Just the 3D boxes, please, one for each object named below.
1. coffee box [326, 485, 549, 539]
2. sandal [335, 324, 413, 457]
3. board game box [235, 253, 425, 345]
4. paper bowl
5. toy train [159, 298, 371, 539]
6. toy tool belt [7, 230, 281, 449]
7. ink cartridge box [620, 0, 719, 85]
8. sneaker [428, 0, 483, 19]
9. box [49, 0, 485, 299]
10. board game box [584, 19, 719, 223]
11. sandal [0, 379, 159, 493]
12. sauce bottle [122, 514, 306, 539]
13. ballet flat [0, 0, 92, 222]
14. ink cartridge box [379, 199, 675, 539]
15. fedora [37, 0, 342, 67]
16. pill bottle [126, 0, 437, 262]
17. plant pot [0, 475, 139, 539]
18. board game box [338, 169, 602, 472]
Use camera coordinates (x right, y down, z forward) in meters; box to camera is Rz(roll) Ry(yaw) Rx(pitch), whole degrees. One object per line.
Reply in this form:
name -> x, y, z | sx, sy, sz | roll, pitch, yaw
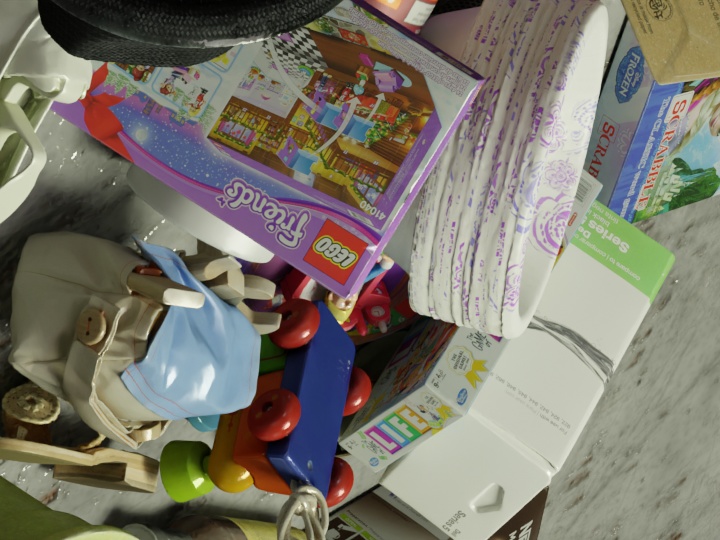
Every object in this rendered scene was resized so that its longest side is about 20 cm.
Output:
coffee box -> 0.036, 0.216, 2.113 | 0.199, 0.080, 0.114 | -29, 142, -35
sandal -> -0.006, 0.096, 1.945 | 0.200, 0.057, 0.080 | -24, 141, -48
board game box -> 0.000, 0.000, 1.799 | 0.157, 0.039, 0.200 | -22, 144, 2
paper bowl -> 0.069, -0.069, 1.674 | 0.201, 0.104, 0.202 | 15, 90, -78
toy train -> -0.071, 0.117, 1.741 | 0.085, 0.115, 0.201 | 53, 35, -39
toy tool belt -> -0.103, 0.039, 1.653 | 0.200, 0.122, 0.126 | 26, 63, -59
ink cartridge box -> 0.194, -0.239, 1.725 | 0.201, 0.075, 0.165 | 63, 37, -32
sneaker -> 0.067, -0.098, 1.836 | 0.091, 0.077, 0.201 | -42, 153, -32
box -> -0.053, -0.096, 1.543 | 0.137, 0.199, 0.039 | -58, 176, 10
board game box -> 0.246, -0.136, 2.073 | 0.199, 0.041, 0.201 | -19, 136, -45
sandal -> -0.176, 0.084, 1.713 | 0.212, 0.077, 0.070 | 29, 66, -67
sauce bottle -> -0.094, 0.193, 1.925 | 0.065, 0.065, 0.200 | -57, 149, 8
ballet flat -> -0.177, -0.087, 1.508 | 0.069, 0.069, 0.201 | 9, 114, -57
ink cartridge box -> 0.112, 0.068, 1.952 | 0.200, 0.084, 0.146 | -57, -177, -35
fedora -> -0.095, -0.159, 1.450 | 0.200, 0.201, 0.092 | -29, 156, -35
pill bottle -> -0.042, -0.114, 1.618 | 0.114, 0.114, 0.201 | 12, 111, -58
plant pot -> -0.240, 0.172, 1.573 | 0.200, 0.184, 0.201 | -34, 145, -28
board game box -> 0.071, 0.029, 1.888 | 0.200, 0.034, 0.134 | -57, -171, -31
